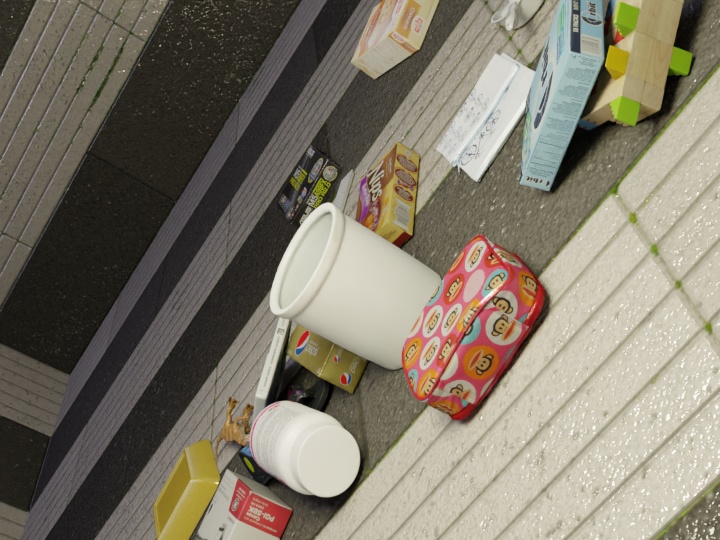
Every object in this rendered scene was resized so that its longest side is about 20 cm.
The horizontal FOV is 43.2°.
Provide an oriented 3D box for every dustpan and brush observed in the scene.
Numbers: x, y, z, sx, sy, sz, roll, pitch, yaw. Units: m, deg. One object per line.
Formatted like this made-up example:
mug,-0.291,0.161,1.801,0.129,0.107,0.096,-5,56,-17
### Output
dustpan and brush,0.251,-0.423,1.442,0.140,0.057,0.203,-45,27,38

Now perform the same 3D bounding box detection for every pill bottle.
pill bottle,-0.081,0.257,1.314,0.115,0.112,0.199,-65,21,-11

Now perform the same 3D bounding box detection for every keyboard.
keyboard,-0.051,-0.112,1.837,0.056,0.011,0.203,-31,36,53

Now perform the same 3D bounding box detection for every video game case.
video game case,-0.153,0.191,1.568,0.202,0.023,0.184,102,-179,-52

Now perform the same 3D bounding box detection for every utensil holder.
utensil holder,-0.003,0.028,1.291,0.170,0.198,0.172,-49,24,30

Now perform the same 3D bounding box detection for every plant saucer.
plant saucer,-0.357,0.452,1.812,0.202,0.048,0.200,-60,21,4

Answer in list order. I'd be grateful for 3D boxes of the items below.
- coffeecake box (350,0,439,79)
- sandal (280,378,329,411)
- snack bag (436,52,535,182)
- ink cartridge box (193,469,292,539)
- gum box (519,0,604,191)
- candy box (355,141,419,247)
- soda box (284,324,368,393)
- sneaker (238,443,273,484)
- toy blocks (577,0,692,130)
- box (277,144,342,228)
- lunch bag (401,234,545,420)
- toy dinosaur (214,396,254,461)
coffeecake box,0.076,-0.523,1.955,0.199,0.072,0.156,-16,49,61
sandal,-0.114,0.228,1.514,0.200,0.047,0.077,-36,32,51
snack bag,0.195,-0.237,1.401,0.190,0.021,0.201,-56,22,14
ink cartridge box,-0.202,0.434,1.420,0.203,0.082,0.146,-65,22,-9
gum box,0.246,-0.231,1.121,0.202,0.044,0.172,103,179,-48
candy box,0.043,-0.111,1.553,0.117,0.056,0.203,-43,29,41
soda box,-0.058,0.136,1.468,0.065,0.067,0.199,-64,21,-5
sneaker,-0.144,0.300,1.501,0.078,0.066,0.200,-36,-1,-28
toy blocks,0.311,-0.250,1.068,0.137,0.098,0.204,157,129,-77
box,-0.117,-0.187,2.034,0.162,0.044,0.200,-60,21,8
lunch bag,0.127,0.061,1.111,0.202,0.081,0.177,-57,21,15
toy dinosaur,-0.244,0.300,1.717,0.199,0.060,0.108,-22,46,60
